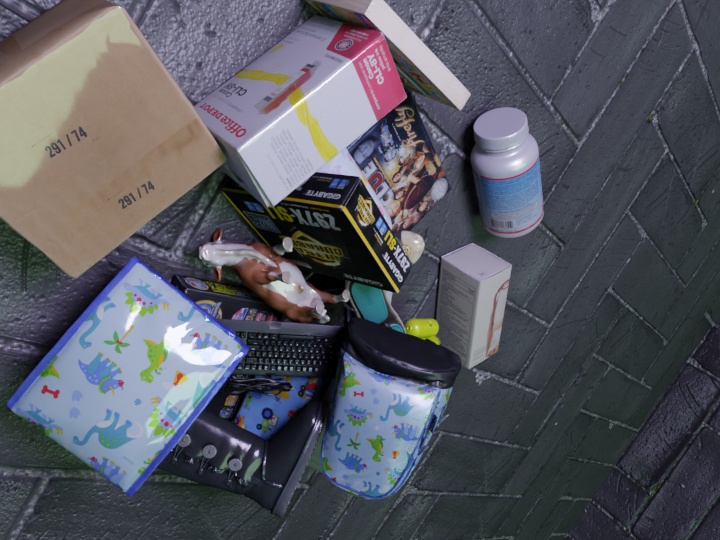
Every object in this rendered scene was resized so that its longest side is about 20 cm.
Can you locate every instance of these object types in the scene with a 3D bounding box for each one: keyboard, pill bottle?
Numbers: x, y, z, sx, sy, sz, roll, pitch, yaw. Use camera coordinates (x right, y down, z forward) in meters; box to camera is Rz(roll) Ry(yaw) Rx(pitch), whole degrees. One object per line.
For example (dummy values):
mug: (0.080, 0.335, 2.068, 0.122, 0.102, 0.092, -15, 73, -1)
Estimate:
keyboard: (-0.115, 0.120, 0.759, 0.198, 0.040, 0.105, 4, 107, -14)
pill bottle: (0.241, -0.159, 0.961, 0.108, 0.109, 0.201, -37, 136, -15)

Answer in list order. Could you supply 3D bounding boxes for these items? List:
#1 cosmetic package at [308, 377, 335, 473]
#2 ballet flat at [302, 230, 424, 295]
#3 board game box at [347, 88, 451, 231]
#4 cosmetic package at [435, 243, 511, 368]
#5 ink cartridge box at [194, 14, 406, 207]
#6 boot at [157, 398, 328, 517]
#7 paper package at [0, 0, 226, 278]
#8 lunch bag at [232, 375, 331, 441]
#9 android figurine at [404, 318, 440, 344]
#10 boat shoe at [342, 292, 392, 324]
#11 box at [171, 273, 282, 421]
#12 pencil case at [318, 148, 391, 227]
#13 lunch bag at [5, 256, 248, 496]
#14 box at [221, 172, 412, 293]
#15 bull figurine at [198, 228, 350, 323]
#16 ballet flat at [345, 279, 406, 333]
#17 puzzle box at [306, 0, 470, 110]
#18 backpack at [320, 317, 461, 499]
cosmetic package: (-0.024, 0.224, 0.915, 0.107, 0.089, 0.201, -62, 173, -52)
ballet flat: (0.000, 0.000, 0.833, 0.198, 0.057, 0.067, -23, 101, 12)
board game box: (0.050, -0.147, 0.858, 0.135, 0.035, 0.200, -45, 137, -8)
cosmetic package: (0.205, 0.066, 1.083, 0.087, 0.103, 0.202, -23, 131, -30)
ink cartridge box: (-0.073, -0.183, 0.647, 0.200, 0.145, 0.084, -42, 135, -11)
boot: (-0.160, 0.210, 0.765, 0.066, 0.198, 0.166, 146, -31, -87)
paper package: (-0.265, -0.125, 0.552, 0.200, 0.103, 0.191, -42, 138, -12)
lunch bag: (-0.101, 0.202, 0.907, 0.152, 0.093, 0.200, -65, 165, -1)
android figurine: (0.051, 0.144, 0.996, 0.199, 0.041, 0.182, 4, 139, -48)
boat shoe: (0.005, 0.041, 0.916, 0.071, 0.070, 0.202, -32, 137, -28)
box: (-0.211, 0.114, 0.796, 0.159, 0.044, 0.202, 15, 106, -45)
pencil case: (-0.035, -0.103, 0.759, 0.090, 0.084, 0.200, -29, 134, 8)
lunch bag: (-0.251, 0.111, 0.661, 0.170, 0.127, 0.200, 40, 93, -12)
box: (-0.053, -0.052, 0.710, 0.050, 0.198, 0.160, -58, 140, -23)
bull figurine: (-0.109, 0.009, 0.746, 0.200, 0.121, 0.066, 38, 64, -38)
ballet flat: (0.022, 0.067, 0.825, 0.069, 0.069, 0.202, -30, 126, -22)
puzzle box: (0.034, -0.266, 0.695, 0.199, 0.133, 0.026, 26, 99, -46)
backpack: (0.024, 0.190, 0.753, 0.154, 0.162, 0.202, -60, 170, -66)
